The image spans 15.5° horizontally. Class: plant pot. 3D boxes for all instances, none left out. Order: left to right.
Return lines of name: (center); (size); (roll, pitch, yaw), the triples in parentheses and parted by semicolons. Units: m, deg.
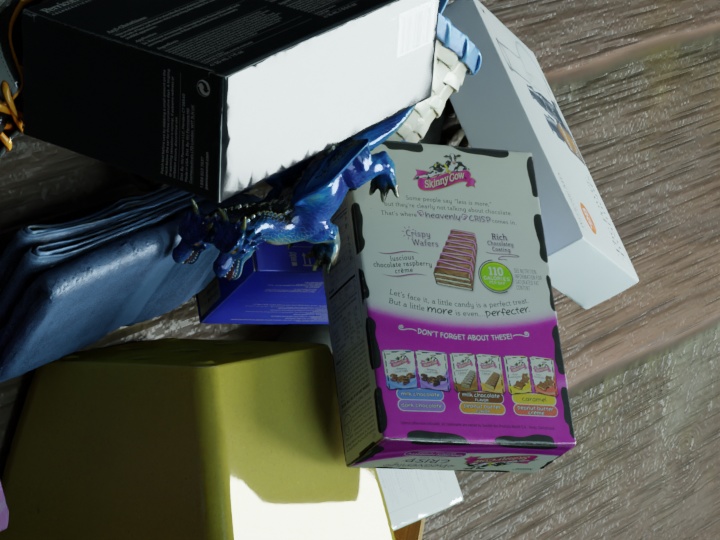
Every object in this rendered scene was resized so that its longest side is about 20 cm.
plant pot: (-0.104, 0.136, 1.627); (0.200, 0.199, 0.177); (-8, 98, -56)

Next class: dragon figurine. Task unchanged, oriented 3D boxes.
dragon figurine: (-0.025, -0.063, 1.573); (0.200, 0.059, 0.099); (-49, 152, -4)

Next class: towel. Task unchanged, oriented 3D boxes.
towel: (-0.150, -0.001, 1.588); (0.200, 0.049, 0.112); (-25, 159, -49)

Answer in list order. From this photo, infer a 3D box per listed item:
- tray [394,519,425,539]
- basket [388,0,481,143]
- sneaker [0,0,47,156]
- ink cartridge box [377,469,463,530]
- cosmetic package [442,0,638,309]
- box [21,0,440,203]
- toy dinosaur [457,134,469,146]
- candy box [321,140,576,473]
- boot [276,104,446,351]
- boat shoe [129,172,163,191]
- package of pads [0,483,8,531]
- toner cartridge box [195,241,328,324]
tray: (0.005, 0.215, 1.915); (0.099, 0.037, 0.201); (58, 37, -51)
basket: (0.002, -0.176, 1.690); (0.200, 0.139, 0.176); (-61, 148, -6)
sneaker: (-0.213, -0.091, 1.450); (0.078, 0.077, 0.201); (30, 79, -59)
ink cartridge box: (-0.020, 0.138, 1.808); (0.200, 0.059, 0.104); (-16, 87, -53)
cosmetic package: (0.119, -0.082, 1.873); (0.151, 0.052, 0.200); (25, 39, -65)
box: (-0.069, -0.118, 1.455); (0.200, 0.141, 0.079); (-29, 133, -48)
toy dinosaur: (0.065, -0.037, 1.916); (0.058, 0.101, 0.201); (17, 70, -18)
candy box: (0.050, 0.022, 1.647); (0.136, 0.061, 0.201); (4, 67, -25)
boot: (0.003, -0.031, 1.825); (0.182, 0.072, 0.201); (-29, 135, -65)
boat shoe: (-0.135, -0.133, 1.562); (0.068, 0.072, 0.200); (-35, 134, -18)
package of pads: (-0.285, 0.145, 1.439); (0.200, 0.075, 0.121); (-44, 139, -40)
toner cartridge box: (0.000, 0.000, 1.725); (0.199, 0.095, 0.043); (1, 69, -28)
